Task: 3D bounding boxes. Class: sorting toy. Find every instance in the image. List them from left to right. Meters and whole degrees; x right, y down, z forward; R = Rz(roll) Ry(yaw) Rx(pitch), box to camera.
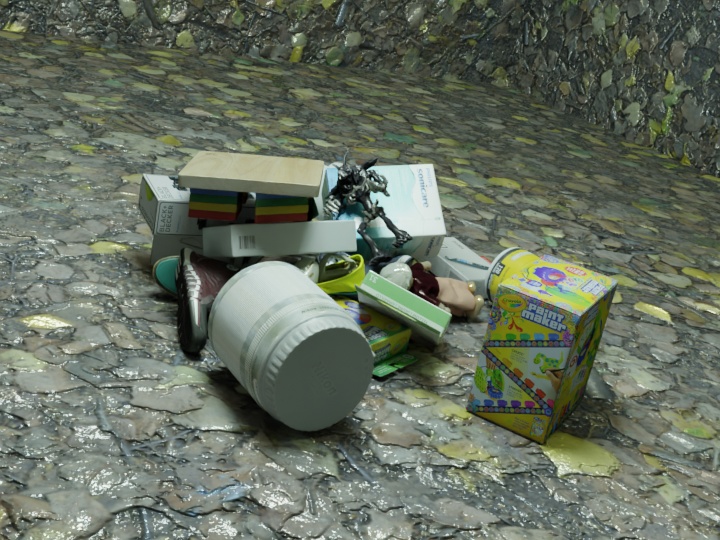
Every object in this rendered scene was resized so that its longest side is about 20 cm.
[{"bbox_3d":[-0.157,-0.120,1.474,0.196,0.070,0.200,4,16,-1],"label":"sorting toy"}]

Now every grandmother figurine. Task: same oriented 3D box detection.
[{"bbox_3d":[0.115,0.032,1.637,0.199,0.061,0.122,17,25,-35],"label":"grandmother figurine"}]

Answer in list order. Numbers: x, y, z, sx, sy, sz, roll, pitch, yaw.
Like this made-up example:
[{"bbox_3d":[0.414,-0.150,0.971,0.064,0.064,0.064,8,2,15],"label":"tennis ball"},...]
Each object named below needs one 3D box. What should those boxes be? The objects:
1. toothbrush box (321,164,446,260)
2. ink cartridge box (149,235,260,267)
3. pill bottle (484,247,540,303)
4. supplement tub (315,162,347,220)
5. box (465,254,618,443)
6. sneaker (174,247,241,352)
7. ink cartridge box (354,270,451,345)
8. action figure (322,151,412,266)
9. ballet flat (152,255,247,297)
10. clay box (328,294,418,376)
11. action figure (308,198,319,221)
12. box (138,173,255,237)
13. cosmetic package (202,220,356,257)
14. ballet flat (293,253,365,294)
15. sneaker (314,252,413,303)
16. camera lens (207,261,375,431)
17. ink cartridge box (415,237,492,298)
[{"bbox_3d":[0.039,-0.102,1.747,0.198,0.086,0.148,-5,63,-10],"label":"toothbrush box"},{"bbox_3d":[-0.248,-0.056,1.676,0.143,0.085,0.200,16,21,8],"label":"ink cartridge box"},{"bbox_3d":[0.316,0.046,1.704,0.111,0.113,0.200,-5,26,-38],"label":"pill bottle"},{"bbox_3d":[-0.010,-0.128,1.926,0.198,0.142,0.140,15,20,6],"label":"supplement tub"},{"bbox_3d":[0.261,0.104,1.406,0.121,0.195,0.200,21,22,23],"label":"box"},{"bbox_3d":[-0.202,0.041,1.427,0.114,0.076,0.201,9,37,-20],"label":"sneaker"},{"bbox_3d":[0.064,0.052,1.477,0.145,0.048,0.200,28,-9,7],"label":"ink cartridge box"},{"bbox_3d":[0.004,-0.114,1.638,0.201,0.118,0.102,58,12,16],"label":"action figure"},{"bbox_3d":[-0.223,0.020,1.538,0.198,0.071,0.071,8,21,-11],"label":"ballet flat"},{"bbox_3d":[-0.015,0.090,1.488,0.199,0.048,0.114,24,23,30],"label":"clay box"},{"bbox_3d":[-0.113,-0.106,1.677,0.118,0.055,0.200,48,-5,8],"label":"action figure"},{"bbox_3d":[-0.246,-0.101,1.590,0.198,0.061,0.117,2,25,-25],"label":"box"},{"bbox_3d":[-0.125,-0.048,1.513,0.198,0.052,0.150,-3,0,-26],"label":"cosmetic package"},{"bbox_3d":[-0.067,0.009,1.504,0.199,0.068,0.067,-10,30,-44],"label":"ballet flat"},{"bbox_3d":[0.000,-0.001,1.692,0.145,0.078,0.202,23,24,18],"label":"sneaker"},{"bbox_3d":[-0.093,0.092,1.273,0.159,0.162,0.200,-1,25,-33],"label":"camera lens"},{"bbox_3d":[0.219,-0.006,1.883,0.174,0.045,0.200,0,24,-29],"label":"ink cartridge box"}]
